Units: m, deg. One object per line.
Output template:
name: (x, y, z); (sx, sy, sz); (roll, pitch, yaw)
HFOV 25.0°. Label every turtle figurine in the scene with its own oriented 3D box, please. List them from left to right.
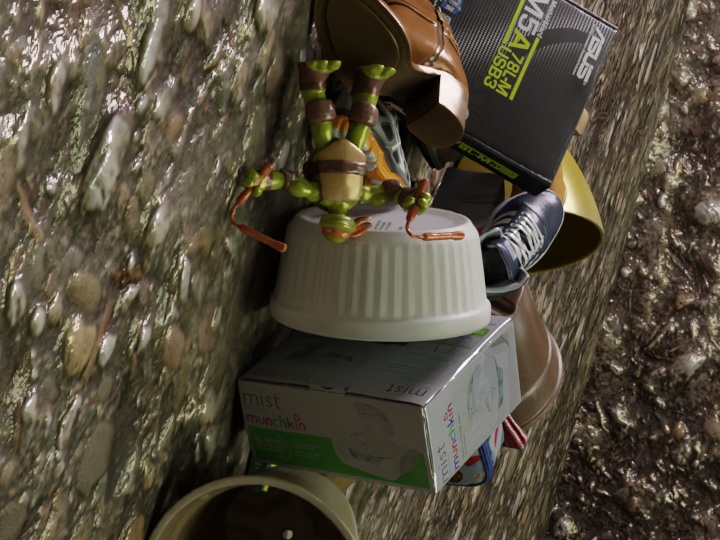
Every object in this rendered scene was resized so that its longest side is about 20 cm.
turtle figurine: (-0.008, -0.091, 1.359); (0.064, 0.200, 0.162); (176, -82, -80)

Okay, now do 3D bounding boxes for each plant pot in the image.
plant pot: (-0.080, 0.260, 1.465); (0.183, 0.200, 0.201); (-48, 154, -80)
plant pot: (0.132, 0.071, 1.942); (0.200, 0.200, 0.198); (-63, 153, -28)
plant pot: (0.190, -0.096, 1.973); (0.200, 0.200, 0.142); (69, 18, -65)

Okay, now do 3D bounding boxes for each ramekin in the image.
ramekin: (0.019, -0.003, 1.462); (0.202, 0.202, 0.094); (-26, 121, -68)

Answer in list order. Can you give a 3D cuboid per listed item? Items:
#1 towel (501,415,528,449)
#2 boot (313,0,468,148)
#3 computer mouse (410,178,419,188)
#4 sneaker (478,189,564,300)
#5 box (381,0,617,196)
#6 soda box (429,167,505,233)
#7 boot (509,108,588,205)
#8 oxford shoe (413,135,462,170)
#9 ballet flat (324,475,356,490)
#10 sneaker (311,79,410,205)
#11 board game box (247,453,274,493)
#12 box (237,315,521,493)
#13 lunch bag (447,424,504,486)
towel: (0.091, 0.127, 1.773); (0.022, 0.200, 0.145); (-42, 110, -23)
boot: (0.026, -0.216, 1.449); (0.200, 0.074, 0.155); (48, 27, -35)
computer mouse: (0.046, -0.005, 1.741); (0.200, 0.044, 0.110); (78, 27, -50)
sneaker: (0.149, -0.025, 1.598); (0.200, 0.070, 0.108); (-37, -177, -27)
box: (0.139, -0.206, 1.634); (0.200, 0.193, 0.048); (-64, -172, -21)
soda box: (0.096, -0.016, 1.707); (0.064, 0.068, 0.200); (80, 27, -47)
boot: (0.161, -0.136, 1.702); (0.144, 0.071, 0.201); (39, 63, -34)
oxford shoe: (0.104, -0.156, 1.728); (0.073, 0.084, 0.200); (65, 19, -3)
ballet flat: (0.013, 0.180, 1.861); (0.069, 0.063, 0.200); (79, 33, -64)
sneaker: (0.010, -0.115, 1.515); (0.200, 0.078, 0.077); (66, 36, -68)
board game box: (-0.082, 0.180, 1.625); (0.105, 0.023, 0.200); (-31, 137, -63)
box: (0.020, 0.109, 1.502); (0.176, 0.200, 0.097); (-41, 129, -49)
lunch bag: (0.044, 0.146, 1.688); (0.160, 0.200, 0.076); (71, 33, -43)
